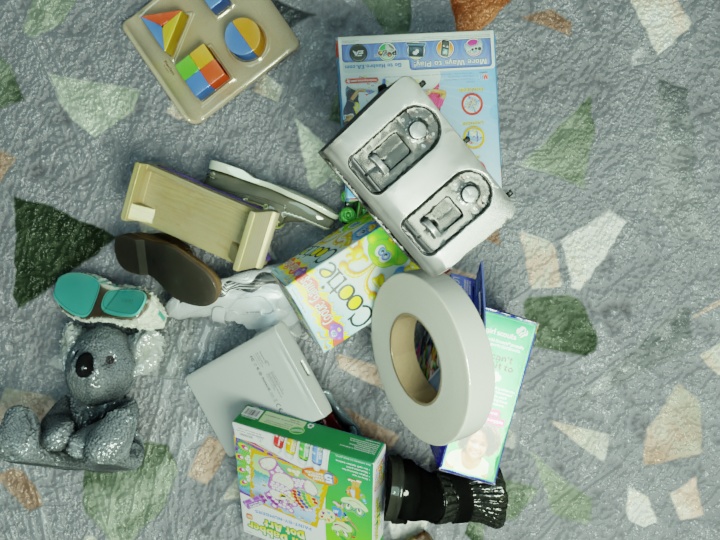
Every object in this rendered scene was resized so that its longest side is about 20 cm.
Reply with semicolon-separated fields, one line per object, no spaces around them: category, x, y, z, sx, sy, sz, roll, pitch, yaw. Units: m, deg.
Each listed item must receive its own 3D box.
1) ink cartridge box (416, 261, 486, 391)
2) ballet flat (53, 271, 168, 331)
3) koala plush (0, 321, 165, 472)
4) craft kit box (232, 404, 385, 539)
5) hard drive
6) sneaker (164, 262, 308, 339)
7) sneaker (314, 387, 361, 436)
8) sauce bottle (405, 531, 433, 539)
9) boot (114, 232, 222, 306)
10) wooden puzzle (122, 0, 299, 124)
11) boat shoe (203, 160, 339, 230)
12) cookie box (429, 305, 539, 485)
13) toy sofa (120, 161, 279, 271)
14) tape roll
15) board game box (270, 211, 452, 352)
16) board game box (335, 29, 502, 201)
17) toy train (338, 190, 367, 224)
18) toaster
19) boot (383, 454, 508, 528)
ink cartridge box;0.107;0.093;0.857;0.042;0.120;0.201;16;134;-5
ballet flat;-0.348;0.051;0.952;0.199;0.072;0.072;12;91;31
koala plush;-0.364;0.168;0.933;0.176;0.184;0.202;0;69;4
craft kit box;-0.067;0.288;0.889;0.199;0.049;0.199;10;121;20
hard drive;-0.142;0.165;0.917;0.199;0.027;0.133;-30;89;35
sneaker;-0.168;0.065;0.946;0.198;0.075;0.116;-15;87;0
sneaker;-0.034;0.246;0.916;0.079;0.095;0.201;-30;88;-33
sauce bottle;0.021;0.437;0.942;0.199;0.066;0.066;-32;88;5
boot;-0.243;-0.013;0.914;0.199;0.075;0.074;23;118;34
wooden puzzle;-0.216;-0.339;0.965;0.199;0.046;0.186;-35;88;2
boat shoe;-0.128;-0.093;0.948;0.200;0.072;0.061;22;93;9
cookie box;0.151;0.147;0.881;0.075;0.171;0.202;14;91;-1
toy sofa;-0.208;-0.075;0.911;0.199;0.098;0.083;23;103;17
tape roll;0.076;0.098;0.779;0.037;0.202;0.204;-12;89;-28
board game box;0.000;0.000;0.889;0.199;0.103;0.105;-32;109;-10
board game box;0.072;-0.192;0.856;0.198;0.056;0.198;-3;92;-3
toy train;0.000;-0.093;0.957;0.056;0.042;0.202;8;90;-7
toaster;0.052;-0.106;0.744;0.119;0.200;0.181;-40;102;1
boot;0.112;0.286;0.874;0.156;0.211;0.080;0;68;8
